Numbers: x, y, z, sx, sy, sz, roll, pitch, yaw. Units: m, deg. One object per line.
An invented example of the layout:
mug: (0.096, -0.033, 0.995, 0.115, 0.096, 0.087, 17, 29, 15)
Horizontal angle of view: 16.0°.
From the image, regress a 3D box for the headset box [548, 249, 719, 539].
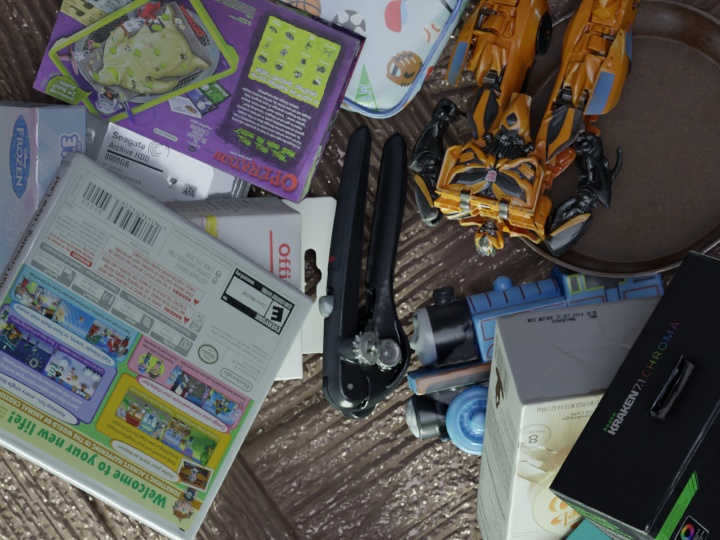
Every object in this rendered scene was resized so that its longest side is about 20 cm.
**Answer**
headset box: (0.232, 0.110, 1.552, 0.200, 0.093, 0.175, 40, 79, -37)

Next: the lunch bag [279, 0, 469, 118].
lunch bag: (0.002, -0.215, 1.729, 0.160, 0.076, 0.201, 28, 95, 0)

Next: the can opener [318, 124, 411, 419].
can opener: (0.000, 0.000, 1.743, 0.063, 0.078, 0.202, 7, 83, -32)

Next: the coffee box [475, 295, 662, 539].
coffee box: (0.142, 0.118, 1.665, 0.113, 0.080, 0.201, -7, 136, -9)

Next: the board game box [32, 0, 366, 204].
board game box: (-0.108, -0.138, 1.701, 0.199, 0.032, 0.121, 24, 101, 7)

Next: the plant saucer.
plant saucer: (0.182, -0.086, 1.727, 0.199, 0.034, 0.202, -4, 71, 13)

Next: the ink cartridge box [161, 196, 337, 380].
ink cartridge box: (-0.102, 0.014, 1.714, 0.198, 0.068, 0.116, -4, 102, -16)

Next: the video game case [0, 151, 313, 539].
video game case: (-0.147, 0.052, 1.630, 0.199, 0.022, 0.183, 33, 79, -29)

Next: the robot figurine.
robot figurine: (0.110, -0.107, 1.704, 0.144, 0.058, 0.201, 13, 76, 22)

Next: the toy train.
toy train: (0.123, 0.056, 1.749, 0.198, 0.087, 0.115, -12, 90, -2)

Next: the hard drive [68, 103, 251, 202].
hard drive: (-0.155, -0.037, 1.763, 0.139, 0.038, 0.201, 21, 94, -2)

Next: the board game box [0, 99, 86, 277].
board game box: (-0.249, -0.012, 1.694, 0.043, 0.198, 0.202, -3, 97, -37)

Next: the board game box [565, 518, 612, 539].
board game box: (0.175, 0.237, 1.705, 0.150, 0.047, 0.200, 14, 131, -30)
